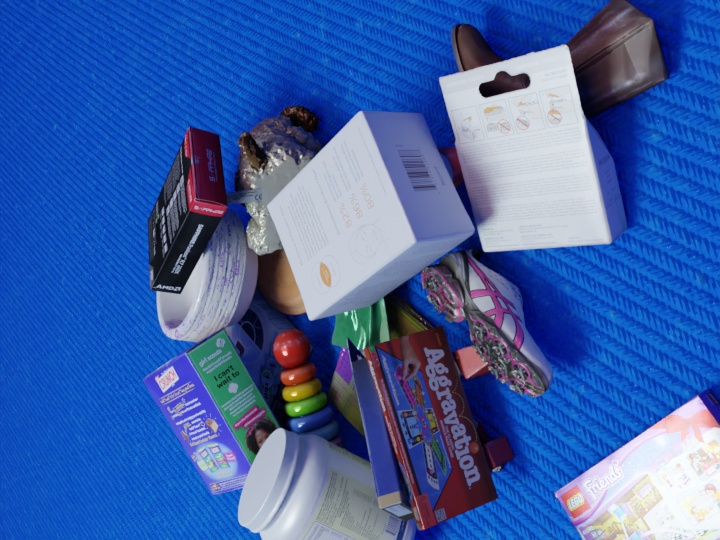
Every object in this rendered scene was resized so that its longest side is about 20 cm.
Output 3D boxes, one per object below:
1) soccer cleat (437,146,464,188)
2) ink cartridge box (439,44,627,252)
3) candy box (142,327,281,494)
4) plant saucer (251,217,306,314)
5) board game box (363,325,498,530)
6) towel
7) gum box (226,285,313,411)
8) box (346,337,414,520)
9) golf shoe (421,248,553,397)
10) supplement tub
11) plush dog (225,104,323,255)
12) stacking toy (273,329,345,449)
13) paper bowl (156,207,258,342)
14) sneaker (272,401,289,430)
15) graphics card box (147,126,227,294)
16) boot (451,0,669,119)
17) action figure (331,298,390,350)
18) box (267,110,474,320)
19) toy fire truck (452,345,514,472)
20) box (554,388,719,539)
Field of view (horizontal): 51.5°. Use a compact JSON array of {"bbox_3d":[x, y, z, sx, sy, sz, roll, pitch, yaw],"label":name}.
[{"bbox_3d":[0.068,-0.101,0.934,0.199,0.072,0.070,-27,87,58],"label":"soccer cleat"},{"bbox_3d":[0.179,-0.123,0.785,0.158,0.050,0.205,-2,112,44],"label":"ink cartridge box"},{"bbox_3d":[-0.204,0.204,1.059,0.168,0.077,0.203,-28,95,50],"label":"candy box"},{"bbox_3d":[-0.107,-0.036,1.120,0.197,0.032,0.207,4,96,44],"label":"plant saucer"},{"bbox_3d":[0.080,0.172,0.842,0.019,0.101,0.205,-41,64,62],"label":"board game box"},{"bbox_3d":[0.029,0.130,1.008,0.143,0.022,0.204,38,118,35],"label":"towel"},{"bbox_3d":[-0.174,0.128,1.186,0.200,0.044,0.173,43,119,34],"label":"gum box"},{"bbox_3d":[0.029,0.187,0.896,0.032,0.121,0.205,-18,63,9],"label":"box"},{"bbox_3d":[0.155,0.048,0.832,0.201,0.091,0.073,52,160,32],"label":"golf shoe"},{"bbox_3d":[-0.041,0.299,0.943,0.146,0.197,0.146,-52,18,26],"label":"supplement tub"},{"bbox_3d":[-0.124,-0.151,1.044,0.200,0.160,0.173,-44,30,8],"label":"plush dog"},{"bbox_3d":[-0.078,0.183,1.051,0.084,0.084,0.206,-12,93,43],"label":"stacking toy"},{"bbox_3d":[-0.223,0.006,1.110,0.199,0.102,0.207,-25,59,51],"label":"paper bowl"},{"bbox_3d":[-0.100,0.293,1.118,0.089,0.075,0.206,17,113,35],"label":"sneaker"},{"bbox_3d":[-0.239,-0.076,1.012,0.201,0.050,0.128,-50,42,41],"label":"graphics card box"},{"bbox_3d":[0.206,-0.234,0.784,0.199,0.064,0.190,-34,82,43],"label":"boot"},{"bbox_3d":[0.000,0.000,0.972,0.116,0.054,0.206,3,99,44],"label":"action figure"},{"bbox_3d":[0.005,-0.060,0.850,0.199,0.105,0.156,-36,72,43],"label":"box"},{"bbox_3d":[0.116,0.188,0.911,0.199,0.048,0.144,-40,66,39],"label":"toy fire truck"},{"bbox_3d":[0.305,0.232,0.739,0.200,0.039,0.139,-48,62,35],"label":"box"}]
